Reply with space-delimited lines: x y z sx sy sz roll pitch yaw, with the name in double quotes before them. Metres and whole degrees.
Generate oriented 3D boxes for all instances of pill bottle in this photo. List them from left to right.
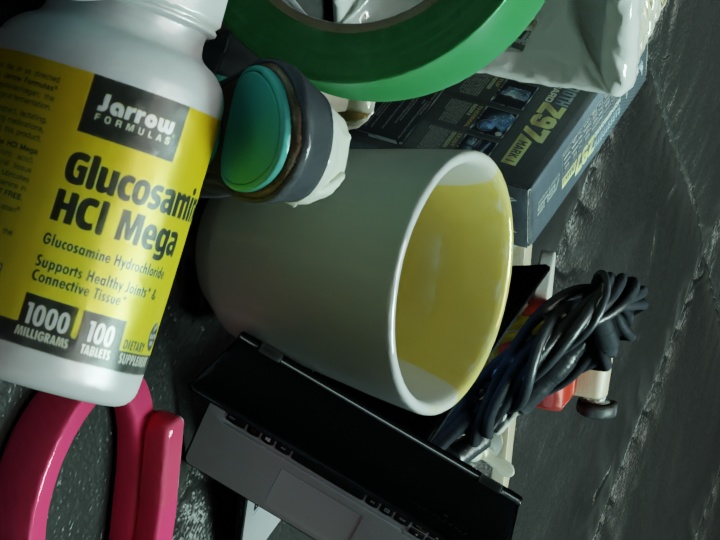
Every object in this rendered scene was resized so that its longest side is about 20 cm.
"pill bottle" -0.128 -0.048 0.938 0.112 0.112 0.202 17 90 -67

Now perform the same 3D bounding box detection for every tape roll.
"tape roll" 0.009 -0.190 1.044 0.048 0.199 0.202 21 86 -67

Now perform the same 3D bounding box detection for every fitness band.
"fitness band" -0.154 0.144 1.118 0.143 0.037 0.202 -27 129 -57

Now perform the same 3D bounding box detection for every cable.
"cable" 0.126 0.064 1.348 0.162 0.051 0.200 -20 159 -36

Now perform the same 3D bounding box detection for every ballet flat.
"ballet flat" -0.046 -0.065 1.009 0.072 0.200 0.074 -1 92 -25
"ballet flat" -0.031 -0.103 1.184 0.200 0.073 0.074 -9 114 -66

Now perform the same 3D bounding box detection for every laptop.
"laptop" -0.018 0.132 1.134 0.116 0.186 0.201 -56 176 -44
"laptop" 0.016 0.098 1.310 0.187 0.115 0.201 -50 159 -42

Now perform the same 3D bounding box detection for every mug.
"mug" -0.005 0.004 1.190 0.150 0.152 0.187 -66 149 -23

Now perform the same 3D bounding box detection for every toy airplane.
"toy airplane" 0.112 0.050 1.567 0.200 0.140 0.202 105 -17 -60

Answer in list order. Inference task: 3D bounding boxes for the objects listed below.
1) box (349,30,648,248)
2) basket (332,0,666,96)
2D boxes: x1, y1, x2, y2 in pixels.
"box" 0.079 -0.109 1.319 0.200 0.157 0.051 -53 150 -41
"basket" 0.093 -0.241 1.215 0.161 0.197 0.201 -58 152 -42
